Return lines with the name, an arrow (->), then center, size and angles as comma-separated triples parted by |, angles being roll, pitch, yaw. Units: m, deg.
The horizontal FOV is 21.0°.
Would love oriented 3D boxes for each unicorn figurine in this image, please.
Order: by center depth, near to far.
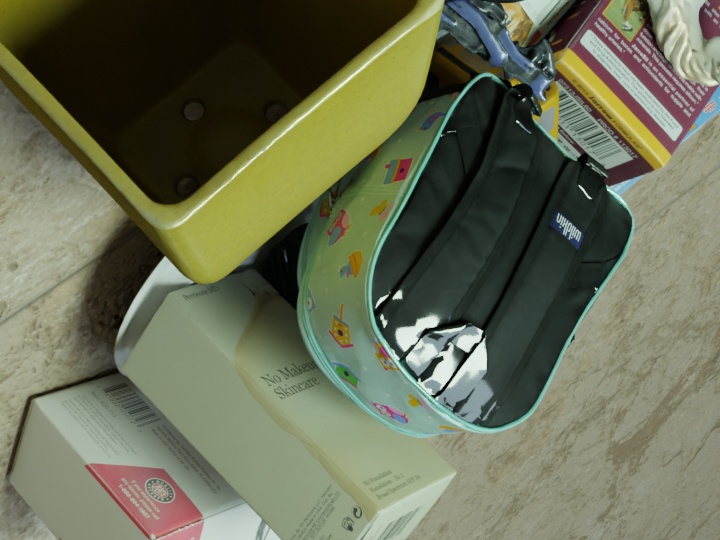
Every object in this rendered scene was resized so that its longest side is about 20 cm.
unicorn figurine -> 0.212, -0.211, 1.306 | 0.200, 0.074, 0.138 | 25, 78, -24

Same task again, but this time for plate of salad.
plate of salad -> -0.097, -0.006, 1.322 | 0.200, 0.048, 0.200 | -41, 162, -16

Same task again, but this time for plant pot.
plant pot -> -0.083, -0.109, 1.088 | 0.195, 0.194, 0.200 | -41, 162, -11

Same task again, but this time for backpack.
backpack -> 0.050, 0.002, 1.193 | 0.176, 0.153, 0.200 | 43, 55, -29

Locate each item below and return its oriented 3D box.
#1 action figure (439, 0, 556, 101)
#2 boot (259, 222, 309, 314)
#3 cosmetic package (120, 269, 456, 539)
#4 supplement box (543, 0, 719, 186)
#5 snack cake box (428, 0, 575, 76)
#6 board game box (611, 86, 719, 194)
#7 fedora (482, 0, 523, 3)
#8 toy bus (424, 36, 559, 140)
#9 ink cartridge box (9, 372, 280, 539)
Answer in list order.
action figure -> 0.063, -0.202, 1.220 | 0.193, 0.200, 0.105 | -43, -167, 6
boot -> 0.001, 0.000, 1.368 | 0.162, 0.073, 0.198 | -37, 163, -37
cosmetic package -> -0.047, 0.097, 1.255 | 0.073, 0.200, 0.103 | -54, 162, 28
supplement box -> 0.203, -0.170, 1.383 | 0.200, 0.110, 0.086 | -53, -164, -25
snack cake box -> 0.073, -0.183, 1.314 | 0.200, 0.067, 0.115 | -48, 152, 1
board game box -> 0.204, -0.081, 1.575 | 0.200, 0.037, 0.151 | -40, 180, -15
fedora -> 0.091, -0.255, 1.116 | 0.091, 0.201, 0.201 | -13, 136, -47
toy bus -> 0.091, -0.078, 1.323 | 0.078, 0.065, 0.200 | -35, 146, -23
ink cartridge box -> -0.120, 0.139, 1.364 | 0.200, 0.146, 0.083 | -16, 139, -43
